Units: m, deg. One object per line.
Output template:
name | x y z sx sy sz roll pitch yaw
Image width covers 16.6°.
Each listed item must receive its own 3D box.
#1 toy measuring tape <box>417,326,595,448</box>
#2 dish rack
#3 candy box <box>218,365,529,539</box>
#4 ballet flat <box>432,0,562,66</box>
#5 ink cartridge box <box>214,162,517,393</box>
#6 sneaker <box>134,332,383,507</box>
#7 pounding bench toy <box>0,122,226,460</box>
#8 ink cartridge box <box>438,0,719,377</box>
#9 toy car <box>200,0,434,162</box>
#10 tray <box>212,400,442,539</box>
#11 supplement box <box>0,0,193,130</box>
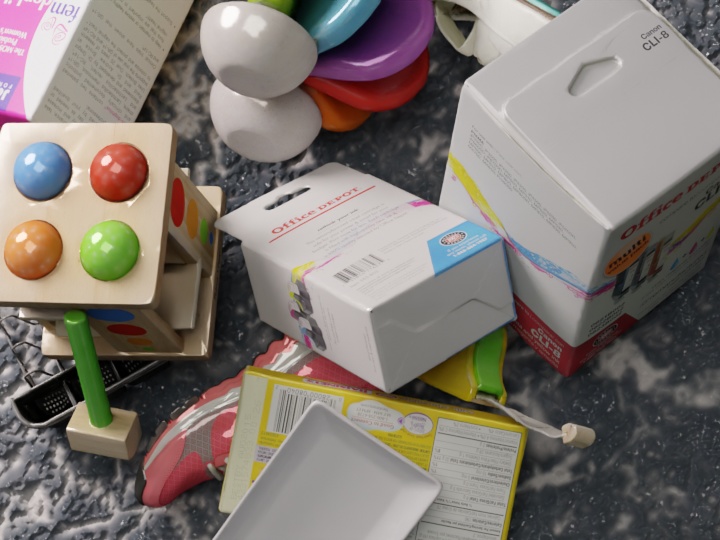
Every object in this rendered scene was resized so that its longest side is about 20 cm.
toy measuring tape | 0.091 0.059 1.690 0.199 0.073 0.074 23 79 45
dish rack | -0.210 0.004 1.799 0.153 0.055 0.201 -29 71 2
candy box | 0.009 0.134 1.691 0.198 0.026 0.103 11 103 1
ballet flat | 0.097 -0.174 1.741 0.069 0.070 0.200 -41 31 -1
ink cartridge box | 0.000 0.000 1.689 0.115 0.068 0.200 -28 32 -25
sneaker | -0.069 0.113 1.729 0.200 0.074 0.087 -38 72 0
pounding bench toy | -0.178 0.015 1.677 0.123 0.156 0.202 1 73 13
ink cartridge box | 0.153 -0.061 1.645 0.145 0.200 0.145 -36 68 -22
toy car | -0.021 -0.173 1.736 0.149 0.200 0.176 15 62 10
tray | -0.041 0.187 1.682 0.107 0.022 0.201 33 109 -8
supplement box | -0.205 -0.180 1.804 0.101 0.103 0.201 13 73 35
